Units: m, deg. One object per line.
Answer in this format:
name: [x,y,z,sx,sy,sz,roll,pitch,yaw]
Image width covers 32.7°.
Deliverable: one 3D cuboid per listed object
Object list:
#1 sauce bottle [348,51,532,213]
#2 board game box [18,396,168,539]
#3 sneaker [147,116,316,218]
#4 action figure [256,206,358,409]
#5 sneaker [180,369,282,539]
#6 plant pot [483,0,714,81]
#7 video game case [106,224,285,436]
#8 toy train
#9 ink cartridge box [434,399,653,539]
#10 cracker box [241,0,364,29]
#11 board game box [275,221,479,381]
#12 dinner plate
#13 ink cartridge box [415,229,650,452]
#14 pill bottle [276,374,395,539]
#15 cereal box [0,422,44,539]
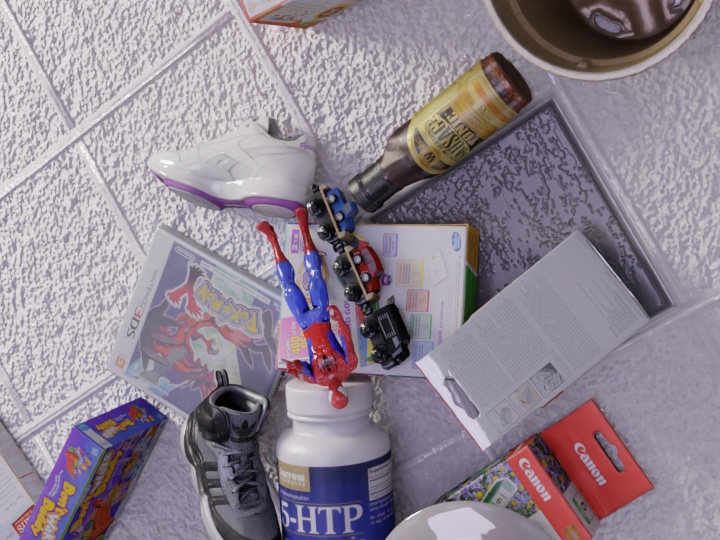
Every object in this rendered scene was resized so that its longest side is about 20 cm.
sauce bottle: [0.074,-0.128,1.193,0.200,0.066,0.066,-40,82,23]
board game box: [-0.304,0.248,1.364,0.045,0.134,0.201,33,109,15]
sneaker: [-0.130,-0.113,1.287,0.198,0.075,0.101,10,77,24]
action figure: [-0.052,0.035,1.179,0.065,0.099,0.202,-20,77,4]
sneaker: [-0.124,0.197,1.243,0.201,0.075,0.114,59,141,35]
plant pot: [0.220,-0.264,1.047,0.198,0.183,0.203,4,99,22]
video game case: [-0.171,0.076,1.345,0.199,0.023,0.184,28,107,16]
toy train: [0.000,0.000,1.201,0.045,0.034,0.202,-27,75,12]
ink cartridge box: [0.174,0.227,1.201,0.199,0.050,0.109,-38,84,23]
cracker box: [-0.006,-0.297,1.162,0.198,0.134,0.058,-20,89,23]
board game box: [0.016,0.030,1.232,0.198,0.040,0.155,2,85,22]
dinner plate: [0.109,0.315,1.189,0.198,0.024,0.202,4,115,9]
ink cartridge box: [0.160,0.067,1.153,0.199,0.050,0.109,-38,82,-1]
pill bottle: [-0.026,0.212,1.253,0.118,0.120,0.203,-2,97,22]
cereal box: [-0.464,0.258,1.482,0.144,0.039,0.201,-39,83,22]
